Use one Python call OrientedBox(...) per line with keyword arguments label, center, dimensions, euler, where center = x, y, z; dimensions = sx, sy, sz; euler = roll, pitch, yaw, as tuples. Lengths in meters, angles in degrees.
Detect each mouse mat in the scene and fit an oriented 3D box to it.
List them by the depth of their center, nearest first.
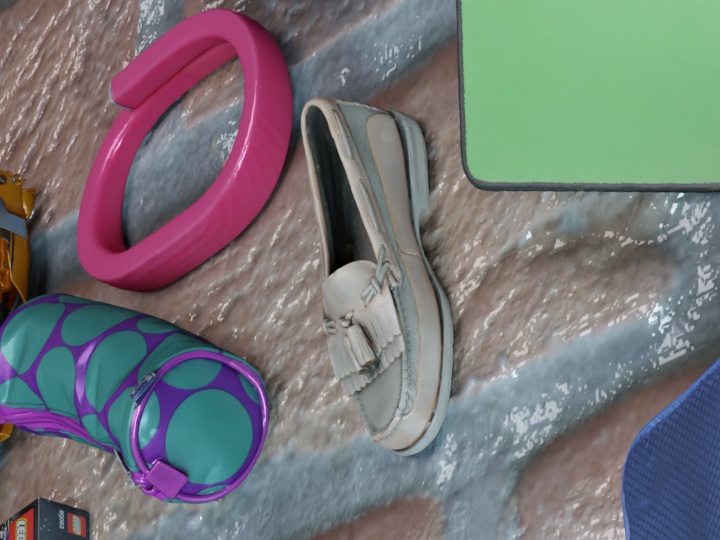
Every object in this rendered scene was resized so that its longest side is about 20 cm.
OrientedBox(label="mouse mat", center=(0.109, -0.136, 1.303), dimensions=(0.160, 0.008, 0.201), euler=(2, 95, 37))

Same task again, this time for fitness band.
OrientedBox(label="fitness band", center=(-0.106, -0.070, 1.655), dimensions=(0.200, 0.037, 0.144), euler=(-34, 48, 44))

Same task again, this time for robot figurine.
OrientedBox(label="robot figurine", center=(-0.254, 0.040, 1.793), dimensions=(0.145, 0.058, 0.201), euler=(-31, 49, 45))

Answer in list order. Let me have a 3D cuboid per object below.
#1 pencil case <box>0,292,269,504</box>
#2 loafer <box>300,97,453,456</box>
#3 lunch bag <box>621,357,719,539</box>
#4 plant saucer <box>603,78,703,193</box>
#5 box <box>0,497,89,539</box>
OrientedBox(label="pencil case", center=(-0.135, 0.069, 1.579), dimensions=(0.092, 0.085, 0.200), euler=(-47, 28, -16))
OrientedBox(label="loafer", center=(0.000, 0.000, 1.439), dimensions=(0.072, 0.063, 0.201), euler=(-38, 45, 40))
OrientedBox(label="lunch bag", center=(0.186, 0.120, 1.049), dimensions=(0.136, 0.132, 0.201), euler=(131, 143, -55))
OrientedBox(label="plant saucer", center=(0.103, -0.123, 1.370), dimensions=(0.070, 0.019, 0.200), euler=(-54, 46, 24))
OrientedBox(label="box", center=(-0.208, 0.250, 1.635), dimensions=(0.136, 0.038, 0.201), euler=(-36, 46, 41))
